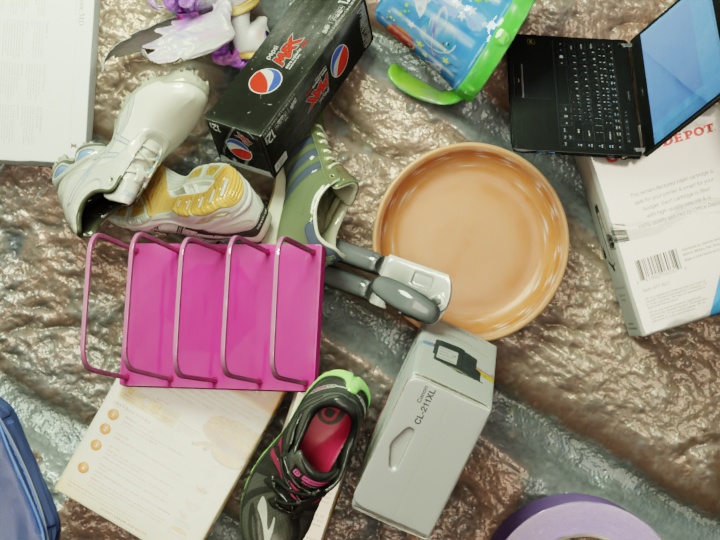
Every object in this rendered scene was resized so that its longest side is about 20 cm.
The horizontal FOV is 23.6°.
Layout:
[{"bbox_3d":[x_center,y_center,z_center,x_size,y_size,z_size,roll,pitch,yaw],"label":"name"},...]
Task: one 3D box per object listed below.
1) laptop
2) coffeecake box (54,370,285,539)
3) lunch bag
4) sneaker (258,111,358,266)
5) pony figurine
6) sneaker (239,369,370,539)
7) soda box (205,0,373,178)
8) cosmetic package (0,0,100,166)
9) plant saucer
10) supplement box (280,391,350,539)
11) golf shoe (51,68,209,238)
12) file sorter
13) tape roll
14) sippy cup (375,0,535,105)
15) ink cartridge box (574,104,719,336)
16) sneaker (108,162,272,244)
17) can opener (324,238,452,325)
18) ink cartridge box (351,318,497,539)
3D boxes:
[{"bbox_3d":[0.247,-0.204,1.674,0.198,0.104,0.178,3,46,-1],"label":"laptop"},{"bbox_3d":[-0.184,0.165,1.711,0.153,0.073,0.201,30,88,2],"label":"coffeecake box"},{"bbox_3d":[-0.381,0.228,1.676,0.135,0.132,0.201,-24,89,-2],"label":"lunch bag"},{"bbox_3d":[-0.039,-0.090,1.695,0.089,0.067,0.202,-3,68,28],"label":"sneaker"},{"bbox_3d":[-0.158,-0.269,1.689,0.192,0.166,0.201,-17,107,-27],"label":"pony figurine"},{"bbox_3d":[-0.057,0.184,1.575,0.076,0.084,0.201,24,102,-3],"label":"sneaker"},{"bbox_3d":[-0.067,-0.188,1.680,0.070,0.064,0.200,19,58,26],"label":"soda box"},{"bbox_3d":[-0.342,-0.207,1.730,0.150,0.052,0.202,4,89,1],"label":"cosmetic package"},{"bbox_3d":[0.111,-0.028,1.742,0.198,0.037,0.202,0,89,-1],"label":"plant saucer"},{"bbox_3d":[-0.055,0.208,1.687,0.073,0.126,0.201,18,89,0],"label":"supplement box"},{"bbox_3d":[-0.212,-0.106,1.651,0.078,0.098,0.200,27,124,-38],"label":"golf shoe"},{"bbox_3d":[-0.148,0.036,1.600,0.198,0.125,0.140,1,82,16],"label":"file sorter"},{"bbox_3d":[0.216,0.325,1.711,0.198,0.085,0.202,0,88,-2],"label":"tape roll"},{"bbox_3d":[0.089,-0.257,1.693,0.130,0.140,0.179,32,90,-4],"label":"sippy cup"},{"bbox_3d":[0.314,-0.049,1.723,0.145,0.084,0.201,-16,88,-1],"label":"ink cartridge box"},{"bbox_3d":[-0.172,-0.055,1.690,0.088,0.199,0.076,41,66,-40],"label":"sneaker"},{"bbox_3d":[0.000,0.000,1.696,0.199,0.066,0.053,20,87,27],"label":"can opener"},{"bbox_3d":[0.063,0.146,1.639,0.082,0.200,0.146,25,105,-1],"label":"ink cartridge box"}]
